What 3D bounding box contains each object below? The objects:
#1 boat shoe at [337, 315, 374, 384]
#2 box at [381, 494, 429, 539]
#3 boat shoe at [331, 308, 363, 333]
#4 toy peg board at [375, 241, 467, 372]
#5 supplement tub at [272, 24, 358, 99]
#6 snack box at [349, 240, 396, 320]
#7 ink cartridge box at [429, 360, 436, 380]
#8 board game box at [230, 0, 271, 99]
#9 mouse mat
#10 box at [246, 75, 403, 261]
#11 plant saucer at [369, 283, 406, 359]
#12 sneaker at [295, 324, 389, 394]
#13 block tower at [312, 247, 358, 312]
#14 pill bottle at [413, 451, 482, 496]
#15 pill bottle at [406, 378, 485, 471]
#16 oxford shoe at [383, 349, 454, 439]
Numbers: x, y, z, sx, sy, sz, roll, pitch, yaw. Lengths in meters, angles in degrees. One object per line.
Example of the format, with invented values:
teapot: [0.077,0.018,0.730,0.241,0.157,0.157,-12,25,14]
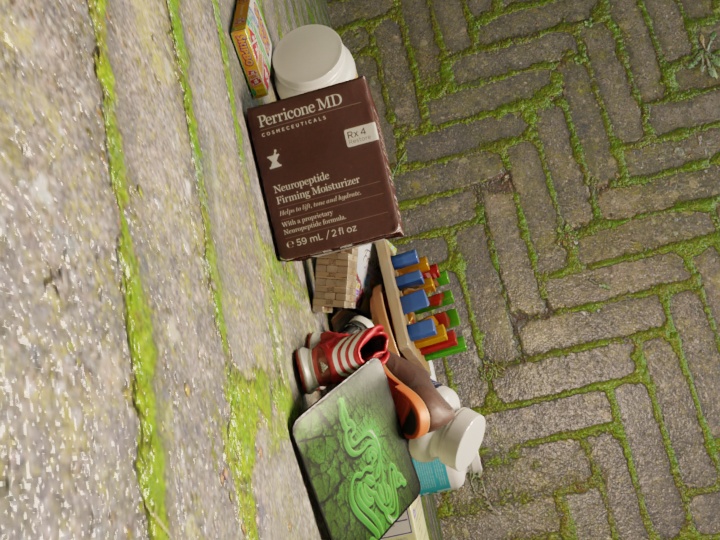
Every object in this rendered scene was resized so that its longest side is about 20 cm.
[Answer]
boat shoe: [-0.011,0.170,1.082,0.060,0.075,0.203,-35,129,-43]
box: [0.040,0.367,0.934,0.176,0.095,0.203,50,28,-78]
boat shoe: [-0.007,0.131,1.217,0.074,0.076,0.201,38,-14,41]
toy peg board: [0.113,0.058,1.186,0.199,0.096,0.203,54,22,-62]
supplement tub: [-0.069,-0.314,1.191,0.201,0.142,0.147,65,12,-63]
snack box: [0.000,0.000,1.187,0.200,0.052,0.145,34,65,-66]
ink cartridge box: [0.073,0.210,1.337,0.199,0.040,0.203,-41,-128,48]
board game box: [-0.156,-0.339,0.984,0.201,0.029,0.096,-100,175,-50]
mouse mat: [0.002,0.224,0.790,0.160,0.007,0.203,-33,112,-43]
box: [-0.040,-0.128,0.924,0.164,0.163,0.203,-13,89,-84]
plant saucer: [0.058,0.123,1.160,0.200,0.032,0.203,-21,91,-81]
sneaker: [-0.013,0.113,0.895,0.200,0.114,0.080,-55,131,-83]
block tower: [-0.034,-0.036,1.038,0.054,0.057,0.204,18,76,-74]
pill bottle: [0.117,0.350,1.229,0.111,0.197,0.113,-14,90,-84]
pill bottle: [0.074,0.204,0.972,0.110,0.198,0.113,-32,133,-43]
oxford shoe: [0.050,0.151,0.918,0.200,0.072,0.072,47,-47,46]
